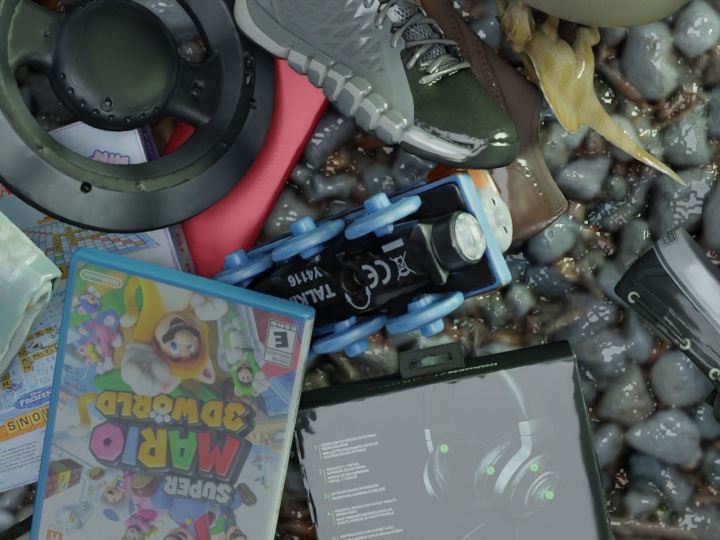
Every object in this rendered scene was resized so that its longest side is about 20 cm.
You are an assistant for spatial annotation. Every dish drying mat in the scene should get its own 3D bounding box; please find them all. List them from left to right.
[{"bbox_3d":[-0.075,-0.076,1.417,0.077,0.018,0.200,29,96,4],"label":"dish drying mat"}]

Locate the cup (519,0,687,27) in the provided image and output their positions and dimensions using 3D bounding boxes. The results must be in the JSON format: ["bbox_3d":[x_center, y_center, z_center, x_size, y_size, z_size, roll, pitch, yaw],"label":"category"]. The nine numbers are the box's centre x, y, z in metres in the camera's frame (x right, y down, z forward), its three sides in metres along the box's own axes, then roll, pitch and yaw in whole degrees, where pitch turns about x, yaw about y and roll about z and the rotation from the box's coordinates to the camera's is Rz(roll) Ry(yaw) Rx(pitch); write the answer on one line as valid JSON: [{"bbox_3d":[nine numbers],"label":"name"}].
[{"bbox_3d":[0.138,-0.257,1.283,0.200,0.200,0.143,35,137,-1],"label":"cup"}]

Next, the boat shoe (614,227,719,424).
[{"bbox_3d":[0.230,0.067,1.396,0.057,0.069,0.200,-38,86,12],"label":"boat shoe"}]

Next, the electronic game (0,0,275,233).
[{"bbox_3d":[-0.144,-0.119,1.354,0.199,0.042,0.201,6,74,-22],"label":"electronic game"}]

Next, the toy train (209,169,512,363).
[{"bbox_3d":[0.000,0.000,1.342,0.200,0.114,0.087,-21,96,35],"label":"toy train"}]

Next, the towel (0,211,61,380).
[{"bbox_3d":[-0.273,0.012,1.335,0.171,0.048,0.200,40,127,5],"label":"towel"}]

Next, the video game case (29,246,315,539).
[{"bbox_3d":[-0.111,0.098,1.332,0.143,0.018,0.201,14,110,10],"label":"video game case"}]

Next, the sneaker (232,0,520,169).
[{"bbox_3d":[0.019,-0.146,1.309,0.200,0.075,0.116,34,117,23],"label":"sneaker"}]

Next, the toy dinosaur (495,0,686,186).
[{"bbox_3d":[0.118,-0.118,1.373,0.058,0.200,0.101,-25,51,22],"label":"toy dinosaur"}]

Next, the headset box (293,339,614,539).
[{"bbox_3d":[0.059,0.145,1.391,0.173,0.093,0.201,-12,94,4],"label":"headset box"}]

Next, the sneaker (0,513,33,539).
[{"bbox_3d":[-0.145,0.180,1.419,0.200,0.075,0.106,-30,97,13],"label":"sneaker"}]

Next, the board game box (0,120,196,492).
[{"bbox_3d":[-0.196,0.023,1.409,0.199,0.041,0.200,-17,92,8],"label":"board game box"}]

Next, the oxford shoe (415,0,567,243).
[{"bbox_3d":[0.063,-0.111,1.394,0.073,0.071,0.201,-22,96,-18],"label":"oxford shoe"}]
